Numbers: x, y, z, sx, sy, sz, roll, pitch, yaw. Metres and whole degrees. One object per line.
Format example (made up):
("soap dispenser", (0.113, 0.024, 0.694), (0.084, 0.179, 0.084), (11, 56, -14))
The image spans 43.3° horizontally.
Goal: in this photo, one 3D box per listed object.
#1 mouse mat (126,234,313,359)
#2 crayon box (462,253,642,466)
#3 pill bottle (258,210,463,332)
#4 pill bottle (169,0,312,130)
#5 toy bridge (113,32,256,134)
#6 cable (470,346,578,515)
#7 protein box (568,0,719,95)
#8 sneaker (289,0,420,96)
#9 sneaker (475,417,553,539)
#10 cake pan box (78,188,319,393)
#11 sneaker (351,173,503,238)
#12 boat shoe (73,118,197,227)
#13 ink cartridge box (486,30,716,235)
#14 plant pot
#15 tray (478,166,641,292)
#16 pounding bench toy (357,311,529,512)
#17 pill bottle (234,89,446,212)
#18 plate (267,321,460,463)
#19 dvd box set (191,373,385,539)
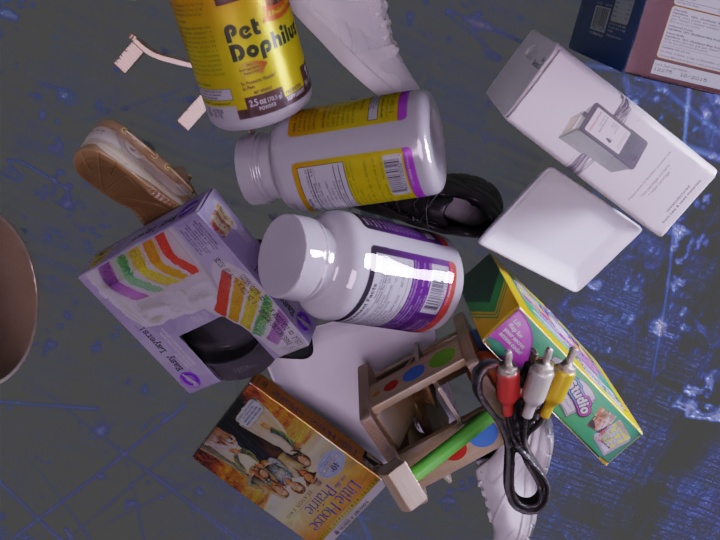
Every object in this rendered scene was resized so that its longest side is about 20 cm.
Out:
("mouse mat", (-0.154, 0.031, 1.001), (0.199, 0.008, 0.161), (3, 126, 13))
("crayon box", (0.201, 0.091, 0.986), (0.058, 0.173, 0.200), (-43, 105, 13))
("pill bottle", (0.000, 0.000, 0.926), (0.199, 0.111, 0.112), (11, 112, -39))
("pill bottle", (-0.120, -0.243, 0.862), (0.109, 0.109, 0.201), (-14, 120, 4))
("toy bridge", (-0.166, -0.179, 0.958), (0.200, 0.027, 0.067), (43, 101, -14))
("cable", (0.154, 0.160, 0.890), (0.097, 0.050, 0.201), (0, 109, -6))
("protein box", (0.307, -0.281, 0.842), (0.134, 0.199, 0.201), (12, 109, -6))
("sneaker", (0.015, -0.260, 0.910), (0.116, 0.074, 0.200), (-42, 104, 16))
("sneaker", (0.180, 0.264, 1.111), (0.087, 0.075, 0.201), (10, 103, 8))
("cake pan box", (-0.169, 0.032, 0.970), (0.184, 0.052, 0.200), (-21, 119, 30))
("sneaker", (0.060, -0.081, 0.966), (0.199, 0.091, 0.076), (10, 110, -3))
("boat shoe", (-0.209, -0.085, 0.965), (0.074, 0.069, 0.200), (-17, 135, 33))
("ink cartridge box", (0.234, -0.142, 0.910), (0.200, 0.146, 0.084), (35, 106, -12))
("plant pot", (-0.483, 0.033, 0.961), (0.199, 0.187, 0.188), (-3, 110, 15))
("tray", (0.214, -0.043, 0.972), (0.200, 0.022, 0.107), (22, 117, -43))
("pounding bench toy", (0.096, 0.158, 0.960), (0.156, 0.200, 0.124), (-29, 108, 9))
("pill bottle", (-0.020, -0.115, 0.905), (0.199, 0.104, 0.105), (-6, 110, 16))
("plate", (0.005, 0.139, 1.073), (0.199, 0.032, 0.201), (-16, 109, 4))
("dvd box set", (-0.083, 0.230, 1.074), (0.200, 0.029, 0.146), (37, 117, -4))
